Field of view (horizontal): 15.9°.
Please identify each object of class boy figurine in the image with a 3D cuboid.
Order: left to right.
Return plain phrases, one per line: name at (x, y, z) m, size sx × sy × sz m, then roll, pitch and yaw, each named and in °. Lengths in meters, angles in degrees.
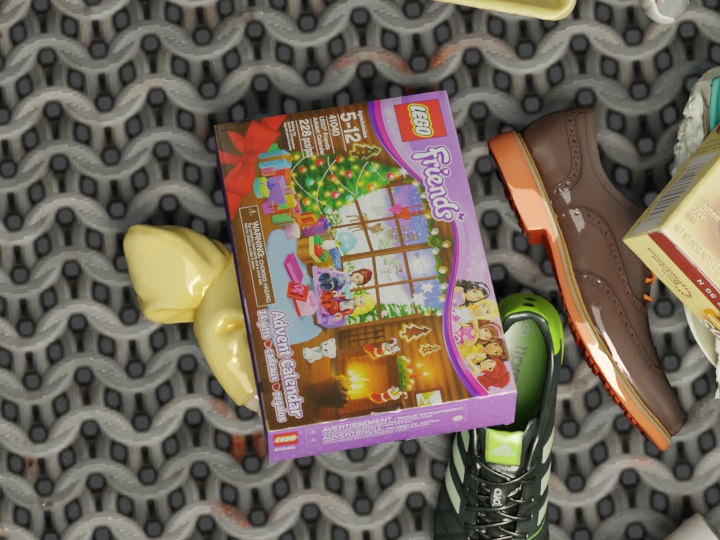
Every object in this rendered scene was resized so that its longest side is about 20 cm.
boy figurine at (-0.046, 0.030, 1.466) m, size 0.199 × 0.065 × 0.125 m, roll 19°, pitch 60°, yaw 7°

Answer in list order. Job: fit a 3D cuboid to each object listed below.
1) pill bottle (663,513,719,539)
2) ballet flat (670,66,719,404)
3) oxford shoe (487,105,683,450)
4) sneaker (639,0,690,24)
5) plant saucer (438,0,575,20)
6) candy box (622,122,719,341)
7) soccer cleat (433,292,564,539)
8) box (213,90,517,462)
pill bottle at (0.143, 0.235, 1.432) m, size 0.200 × 0.114 × 0.114 m, roll -42°, pitch 87°, yaw 5°
ballet flat at (0.202, -0.011, 1.450) m, size 0.071 × 0.072 × 0.201 m, roll -13°, pitch 88°, yaw 6°
oxford shoe at (0.143, 0.003, 1.452) m, size 0.072 × 0.071 × 0.201 m, roll -25°, pitch 88°, yaw 1°
sneaker at (0.190, -0.237, 1.441) m, size 0.077 × 0.078 × 0.201 m, roll 7°, pitch 92°, yaw -1°
plant saucer at (0.040, -0.254, 1.468) m, size 0.199 × 0.048 × 0.201 m, roll 10°, pitch 93°, yaw 5°
candy box at (0.249, -0.050, 1.403) m, size 0.115 × 0.055 × 0.200 m, roll 45°, pitch 74°, yaw -11°
soccer cleat at (0.077, 0.112, 1.453) m, size 0.067 × 0.081 × 0.201 m, roll 7°, pitch 92°, yaw 6°
box at (0.000, 0.000, 1.423) m, size 0.136 × 0.039 × 0.201 m, roll -9°, pitch 59°, yaw -5°
